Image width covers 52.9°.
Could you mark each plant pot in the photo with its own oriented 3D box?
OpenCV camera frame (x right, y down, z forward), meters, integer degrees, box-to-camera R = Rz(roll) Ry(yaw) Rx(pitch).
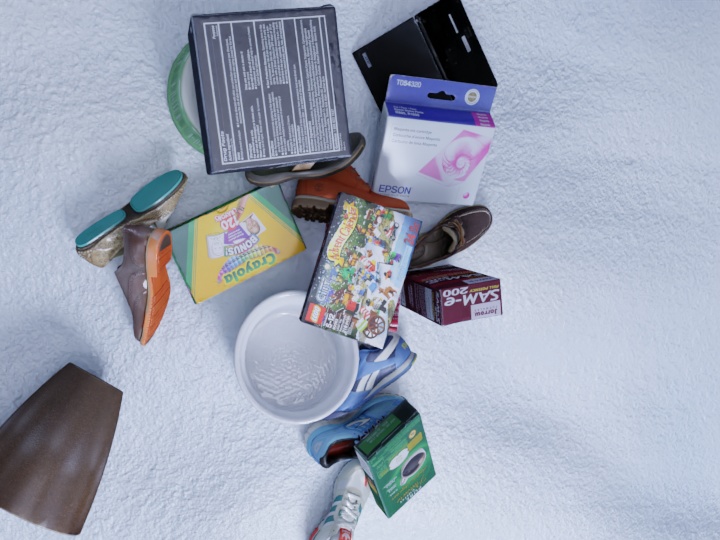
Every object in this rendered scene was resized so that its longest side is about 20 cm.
[{"bbox_3d":[-0.441,0.247,1.060,0.185,0.186,0.203,33,73,-18],"label":"plant pot"}]

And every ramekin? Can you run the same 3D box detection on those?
[{"bbox_3d":[-0.107,0.141,1.155,0.195,0.098,0.206,3,79,-13],"label":"ramekin"},{"bbox_3d":[-0.192,-0.268,1.098,0.195,0.098,0.206,-2,98,-17],"label":"ramekin"}]

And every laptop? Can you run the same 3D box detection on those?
[{"bbox_3d":[0.116,-0.343,1.234,0.200,0.102,0.180,-41,110,-35],"label":"laptop"}]

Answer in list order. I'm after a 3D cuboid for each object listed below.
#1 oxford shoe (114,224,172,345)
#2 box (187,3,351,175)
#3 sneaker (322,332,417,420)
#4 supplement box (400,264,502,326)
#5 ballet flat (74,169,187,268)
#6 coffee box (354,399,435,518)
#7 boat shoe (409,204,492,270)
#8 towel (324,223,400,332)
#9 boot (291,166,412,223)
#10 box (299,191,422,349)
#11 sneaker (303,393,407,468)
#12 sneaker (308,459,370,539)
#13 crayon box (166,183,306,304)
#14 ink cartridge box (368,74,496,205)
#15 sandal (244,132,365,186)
[{"bbox_3d":[-0.332,0.020,1.097,0.071,0.072,0.204,15,116,4],"label":"oxford shoe"},{"bbox_3d":[-0.129,-0.246,1.003,0.193,0.123,0.206,-9,98,-17],"label":"box"},{"bbox_3d":[0.000,0.177,1.235,0.198,0.074,0.083,-37,97,-10],"label":"sneaker"},{"bbox_3d":[0.141,0.037,1.191,0.106,0.200,0.063,-9,100,-16],"label":"supplement box"},{"bbox_3d":[-0.339,-0.075,1.104,0.198,0.071,0.066,-35,132,-8],"label":"ballet flat"},{"bbox_3d":[0.062,0.324,1.229,0.122,0.044,0.202,-38,138,-19],"label":"coffee box"},{"bbox_3d":[0.152,-0.054,1.250,0.196,0.072,0.074,-23,103,-13],"label":"boat shoe"},{"bbox_3d":[0.004,-0.009,1.175,0.141,0.023,0.204,14,59,-12],"label":"towel"},{"bbox_3d":[-0.007,-0.129,1.167,0.195,0.075,0.110,10,70,-2],"label":"boot"},{"bbox_3d":[0.000,0.000,1.098,0.134,0.038,0.205,18,90,-11],"label":"box"},{"bbox_3d":[0.006,0.284,1.233,0.196,0.090,0.080,-24,116,-11],"label":"sneaker"},{"bbox_3d":[-0.024,0.429,1.246,0.069,0.093,0.203,28,89,-19],"label":"sneaker"},{"bbox_3d":[-0.199,-0.047,1.146,0.197,0.058,0.121,-27,104,-13],"label":"crayon box"},{"bbox_3d":[0.121,-0.209,1.197,0.191,0.044,0.204,1,123,-17],"label":"ink cartridge box"},{"bbox_3d":[-0.088,-0.184,1.123,0.195,0.083,0.055,-10,133,1],"label":"sandal"}]
